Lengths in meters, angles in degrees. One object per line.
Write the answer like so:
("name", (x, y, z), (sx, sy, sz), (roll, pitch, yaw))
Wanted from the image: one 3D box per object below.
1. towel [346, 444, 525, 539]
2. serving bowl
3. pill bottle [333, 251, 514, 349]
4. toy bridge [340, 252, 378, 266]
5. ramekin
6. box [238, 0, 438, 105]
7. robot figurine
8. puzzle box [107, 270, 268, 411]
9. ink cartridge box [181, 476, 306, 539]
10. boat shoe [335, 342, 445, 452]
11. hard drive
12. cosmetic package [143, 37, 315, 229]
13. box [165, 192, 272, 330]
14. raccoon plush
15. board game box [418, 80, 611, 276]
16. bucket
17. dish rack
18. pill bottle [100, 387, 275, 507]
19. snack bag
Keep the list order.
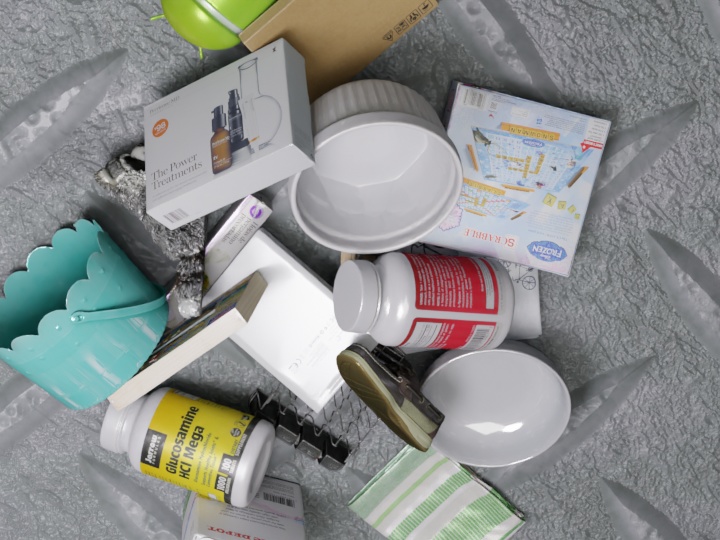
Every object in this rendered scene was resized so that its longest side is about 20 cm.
("towel", (0.106, 0.325, 1.888), (0.200, 0.023, 0.153), (41, 102, -17))
("serving bowl", (0.168, 0.159, 1.801), (0.199, 0.066, 0.201), (0, 127, 1))
("pill bottle", (0.074, 0.036, 1.671), (0.199, 0.112, 0.113), (4, 110, -25))
("toy bridge", (0.000, 0.000, 1.738), (0.027, 0.067, 0.201), (1, 114, 26))
("ramekin", (0.011, -0.125, 1.615), (0.199, 0.105, 0.201), (-6, 135, -6))
("box", (-0.022, -0.289, 1.613), (0.200, 0.021, 0.163), (-39, 144, 8))
("robot figurine", (-0.144, -0.334, 1.581), (0.175, 0.116, 0.200), (38, 102, -28))
("puzzle box", (-0.205, 0.082, 1.664), (0.200, 0.133, 0.025), (-34, 102, 16))
("ink cartridge box", (-0.149, 0.335, 1.771), (0.144, 0.200, 0.084), (16, 107, -11))
("boat shoe", (0.040, 0.144, 1.710), (0.066, 0.072, 0.201), (-52, 130, -18))
("hard drive", (-0.086, 0.062, 1.719), (0.200, 0.026, 0.132), (41, 106, 1))
("cosmetic package", (-0.150, -0.152, 1.571), (0.199, 0.151, 0.052), (-23, 143, 23))
("box", (-0.184, -0.015, 1.730), (0.039, 0.041, 0.200), (36, 101, -18))
("raccoon plush", (-0.249, -0.049, 1.655), (0.133, 0.097, 0.201), (3, 74, -4))
("board game box", (0.184, -0.111, 1.719), (0.199, 0.041, 0.200), (13, 99, -10))
("bucket", (-0.333, 0.054, 1.658), (0.207, 0.207, 0.135), (-40, 118, 8))
("dish rack", (-0.034, 0.151, 1.785), (0.153, 0.055, 0.200), (33, 108, -13))
("pill bottle", (-0.216, 0.213, 1.752), (0.199, 0.112, 0.113), (17, 108, 8))
("snack bag", (0.128, 0.011, 1.781), (0.199, 0.021, 0.189), (-7, 110, -3))
